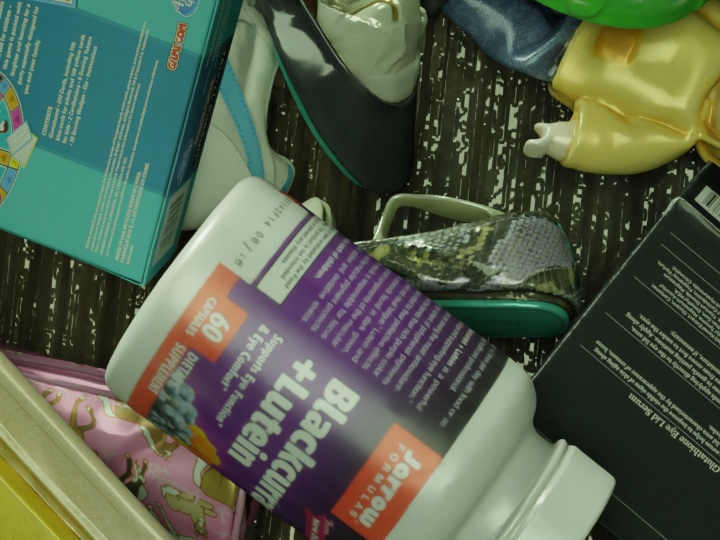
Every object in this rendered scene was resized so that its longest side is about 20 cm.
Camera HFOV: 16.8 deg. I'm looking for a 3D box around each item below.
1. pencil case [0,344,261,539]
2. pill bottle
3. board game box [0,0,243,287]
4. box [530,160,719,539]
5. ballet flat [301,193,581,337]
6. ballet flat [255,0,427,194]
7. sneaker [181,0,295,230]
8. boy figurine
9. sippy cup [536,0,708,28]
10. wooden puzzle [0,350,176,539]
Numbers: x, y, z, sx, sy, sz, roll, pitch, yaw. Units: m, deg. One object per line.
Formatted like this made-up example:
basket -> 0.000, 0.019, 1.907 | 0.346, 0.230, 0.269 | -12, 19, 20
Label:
pencil case -> -0.139, 0.073, 1.104 | 0.198, 0.083, 0.087 | 11, 88, 6
pill bottle -> 0.003, 0.061, 1.016 | 0.199, 0.111, 0.112 | 36, 90, 2
board game box -> -0.158, -0.101, 1.037 | 0.199, 0.047, 0.152 | 21, 114, 7
box -> 0.180, 0.073, 1.057 | 0.200, 0.079, 0.141 | 40, 113, 6
ballet flat -> 0.000, 0.000, 1.106 | 0.199, 0.072, 0.073 | -4, 86, 9
ballet flat -> -0.014, -0.129, 1.088 | 0.073, 0.073, 0.201 | -27, 100, 3
sneaker -> -0.085, -0.119, 1.114 | 0.080, 0.076, 0.202 | -11, 92, -28
boy figurine -> 0.121, -0.095, 1.099 | 0.199, 0.064, 0.125 | 34, 77, 8
sippy cup -> 0.117, -0.196, 1.040 | 0.139, 0.178, 0.131 | 34, 133, 6
wooden puzzle -> -0.198, 0.121, 1.058 | 0.200, 0.037, 0.185 | 45, 103, 1
